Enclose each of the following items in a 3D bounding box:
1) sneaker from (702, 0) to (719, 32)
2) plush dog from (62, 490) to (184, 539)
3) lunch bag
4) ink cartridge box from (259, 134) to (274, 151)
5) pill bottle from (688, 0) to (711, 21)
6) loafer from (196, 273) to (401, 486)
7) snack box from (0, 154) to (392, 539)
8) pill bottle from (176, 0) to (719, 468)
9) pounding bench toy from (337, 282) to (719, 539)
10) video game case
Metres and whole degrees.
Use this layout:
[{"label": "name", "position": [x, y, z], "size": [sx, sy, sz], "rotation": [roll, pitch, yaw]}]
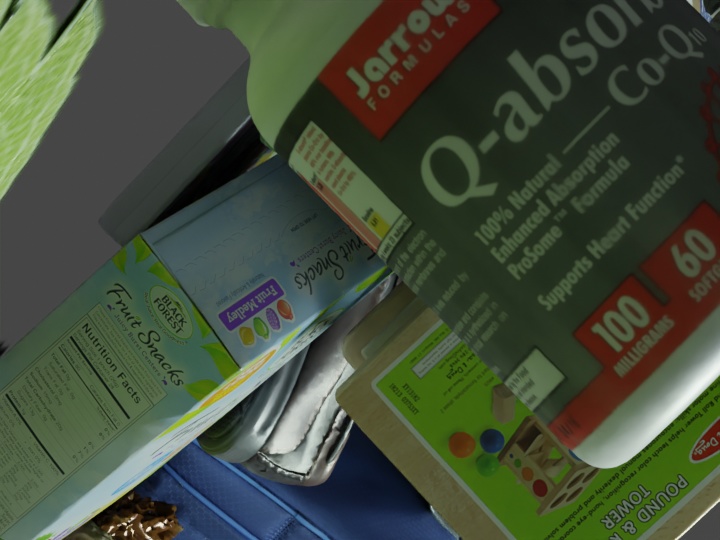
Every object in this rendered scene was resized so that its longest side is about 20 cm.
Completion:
[{"label": "sneaker", "position": [0.183, -0.131, 1.043], "size": [0.079, 0.089, 0.201], "rotation": [-59, -169, 34]}, {"label": "plush dog", "position": [-0.147, 0.180, 1.239], "size": [0.200, 0.159, 0.173], "rotation": [-69, 179, -57]}, {"label": "lunch bag", "position": [-0.035, 0.102, 1.354], "size": [0.132, 0.199, 0.136], "rotation": [-44, -163, 40]}, {"label": "ink cartridge box", "position": [0.066, -0.121, 1.008], "size": [0.145, 0.087, 0.200], "rotation": [-47, 171, -50]}, {"label": "pill bottle", "position": [0.112, -0.137, 1.217], "size": [0.111, 0.111, 0.200], "rotation": [-49, 178, 30]}, {"label": "loafer", "position": [0.000, 0.000, 1.220], "size": [0.201, 0.063, 0.072], "rotation": [-60, -151, 1]}, {"label": "snack box", "position": [-0.083, 0.036, 1.102], "size": [0.200, 0.068, 0.168], "rotation": [-41, 176, 35]}, {"label": "pill bottle", "position": [0.040, -0.050, 0.814], "size": [0.116, 0.200, 0.116], "rotation": [-45, 176, -4]}, {"label": "pounding bench toy", "position": [0.104, 0.015, 1.100], "size": [0.200, 0.124, 0.156], "rotation": [-43, -175, 5]}, {"label": "video game case", "position": [-0.035, -0.062, 1.152], "size": [0.143, 0.018, 0.200], "rotation": [-47, 175, 3]}]
